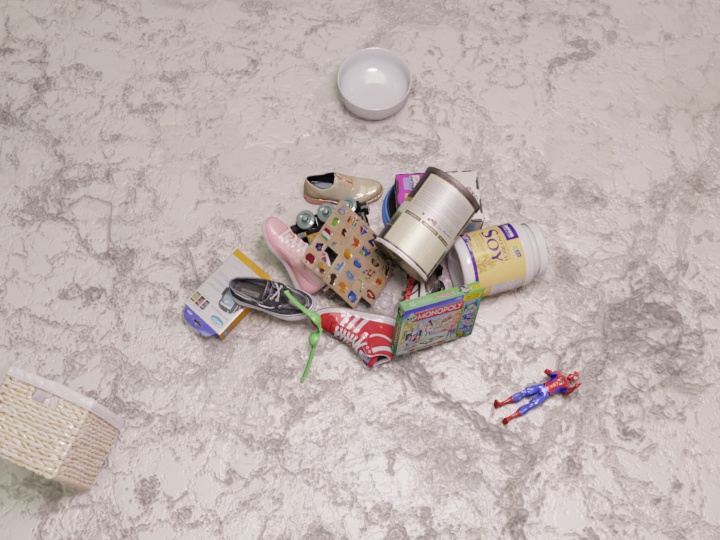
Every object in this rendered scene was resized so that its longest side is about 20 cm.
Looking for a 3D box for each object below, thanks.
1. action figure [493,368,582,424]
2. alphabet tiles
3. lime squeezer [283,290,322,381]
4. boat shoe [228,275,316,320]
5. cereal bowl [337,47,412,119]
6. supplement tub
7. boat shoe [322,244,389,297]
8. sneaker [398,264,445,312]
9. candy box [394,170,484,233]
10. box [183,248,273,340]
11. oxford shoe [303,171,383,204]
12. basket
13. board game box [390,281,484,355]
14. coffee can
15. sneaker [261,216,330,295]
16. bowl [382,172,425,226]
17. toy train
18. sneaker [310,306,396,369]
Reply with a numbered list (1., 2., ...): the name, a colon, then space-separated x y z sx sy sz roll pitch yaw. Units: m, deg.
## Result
1. action figure: 0.384 0.251 1.551 0.196 0.100 0.066 -23 67 -14
2. alphabet tiles: -0.018 -0.025 1.631 0.199 0.007 0.169 42 69 -21
3. lime squeezer: -0.112 0.135 1.581 0.069 0.037 0.205 -18 105 -34
4. boat shoe: -0.193 0.053 1.606 0.195 0.068 0.073 15 67 8
5. cereal bowl: 0.036 -0.470 1.901 0.194 0.084 0.205 0 64 0
6. supplement tub: 0.305 -0.025 1.653 0.195 0.146 0.148 -14 64 -8
7. boat shoe: 0.000 0.000 1.681 0.199 0.072 0.060 -40 99 -19
8. sneaker: 0.139 0.059 1.651 0.095 0.071 0.205 12 63 8
9. candy box: 0.181 -0.156 1.719 0.194 0.061 0.140 -3 65 -1
10. box: -0.303 0.061 1.664 0.118 0.042 0.200 38 72 16
11. oxford shoe: -0.041 -0.199 1.773 0.194 0.074 0.072 -4 63 -3
12. basket: -0.606 0.315 1.452 0.194 0.201 0.164 19 70 9
13. board game box: 0.163 0.103 1.571 0.195 0.137 0.029 -14 46 -23
14. coffee can: 0.143 -0.098 1.588 0.145 0.147 0.202 36 84 16
15. sneaker: -0.133 -0.045 1.639 0.203 0.104 0.075 59 40 -7
16. bowl: 0.149 -0.146 1.770 0.195 0.040 0.205 0 64 -1
17. toy train: -0.065 -0.094 1.711 0.195 0.085 0.117 -17 73 3
18. sneaker: -0.018 0.149 1.606 0.194 0.072 0.115 6 60 0
